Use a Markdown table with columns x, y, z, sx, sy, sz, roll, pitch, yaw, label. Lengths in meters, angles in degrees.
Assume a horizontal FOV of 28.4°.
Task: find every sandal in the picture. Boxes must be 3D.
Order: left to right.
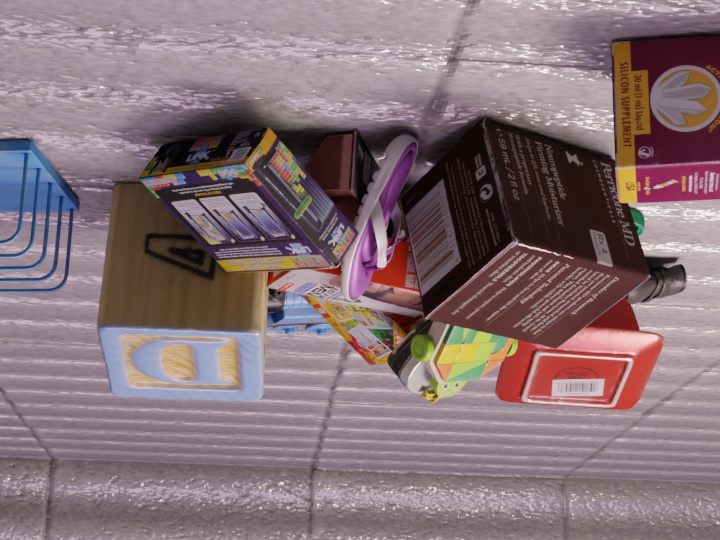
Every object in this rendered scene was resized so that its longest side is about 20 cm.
| x | y | z | sx | sy | sz | roll | pitch | yaw | label |
| --- | --- | --- | --- | --- | --- | --- | --- | --- | --- |
| 0.027 | -0.050 | 1.568 | 0.050 | 0.204 | 0.082 | 26 | -156 | 20 | sandal |

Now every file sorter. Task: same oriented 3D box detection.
| x | y | z | sx | sy | sz | roll | pitch | yaw | label |
| --- | --- | --- | --- | --- | --- | --- | --- | --- | --- |
| -0.429 | -0.059 | 1.675 | 0.137 | 0.124 | 0.200 | 0 | 163 | 5 | file sorter |

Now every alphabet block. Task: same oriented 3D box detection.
| x | y | z | sx | sy | sz | roll | pitch | yaw | label |
| --- | --- | --- | --- | --- | --- | --- | --- | --- | --- |
| -0.210 | 0.029 | 1.750 | 0.195 | 0.201 | 0.196 | 3 | 149 | -3 | alphabet block |

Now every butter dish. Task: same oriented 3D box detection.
| x | y | z | sx | sy | sz | roll | pitch | yaw | label |
| --- | --- | --- | --- | --- | --- | --- | --- | --- | --- |
| 0.284 | 0.084 | 1.888 | 0.198 | 0.149 | 0.200 | 3 | 145 | -2 | butter dish |

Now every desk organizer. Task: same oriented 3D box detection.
| x | y | z | sx | sy | sz | roll | pitch | yaw | label |
| --- | --- | --- | --- | --- | --- | --- | --- | --- | --- |
| -0.019 | -0.089 | 1.638 | 0.076 | 0.072 | 0.200 | -1 | 163 | 14 | desk organizer |

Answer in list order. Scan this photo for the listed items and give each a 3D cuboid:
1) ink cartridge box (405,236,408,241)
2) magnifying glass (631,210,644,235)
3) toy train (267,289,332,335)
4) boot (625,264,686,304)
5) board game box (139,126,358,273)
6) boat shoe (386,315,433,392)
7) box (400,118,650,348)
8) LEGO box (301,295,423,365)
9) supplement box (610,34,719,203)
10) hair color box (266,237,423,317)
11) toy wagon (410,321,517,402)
| x | y | z | sx | sy | sz | roll | pitch | yaw | label |
| --- | --- | --- | --- | --- | --- | --- | --- | --- | --- |
| 0.115 | 0.010 | 1.943 | 0.115 | 0.068 | 0.200 | 1 | 162 | 0 | ink cartridge box |
| 0.328 | -0.039 | 1.849 | 0.079 | 0.023 | 0.200 | -2 | 164 | 9 | magnifying glass |
| -0.090 | 0.042 | 2.008 | 0.199 | 0.087 | 0.114 | -1 | 163 | -31 | toy train |
| 0.359 | 0.032 | 2.004 | 0.131 | 0.070 | 0.200 | -6 | 180 | -26 | boot |
| -0.123 | -0.072 | 1.557 | 0.199 | 0.057 | 0.165 | -2 | 139 | 48 | board game box |
| 0.111 | 0.057 | 1.750 | 0.200 | 0.064 | 0.071 | -45 | 140 | 2 | boat shoe |
| 0.177 | -0.037 | 1.568 | 0.199 | 0.167 | 0.164 | 12 | 141 | -33 | box |
| 0.024 | 0.045 | 1.880 | 0.149 | 0.077 | 0.200 | 45 | 160 | -11 | LEGO box |
| 0.338 | -0.143 | 1.339 | 0.198 | 0.132 | 0.103 | -3 | 162 | 11 | supplement box |
| 0.000 | 0.000 | 1.697 | 0.198 | 0.064 | 0.111 | 10 | 163 | -20 | hair color box |
| 0.132 | 0.083 | 1.707 | 0.154 | 0.040 | 0.201 | -1 | 124 | -40 | toy wagon |
